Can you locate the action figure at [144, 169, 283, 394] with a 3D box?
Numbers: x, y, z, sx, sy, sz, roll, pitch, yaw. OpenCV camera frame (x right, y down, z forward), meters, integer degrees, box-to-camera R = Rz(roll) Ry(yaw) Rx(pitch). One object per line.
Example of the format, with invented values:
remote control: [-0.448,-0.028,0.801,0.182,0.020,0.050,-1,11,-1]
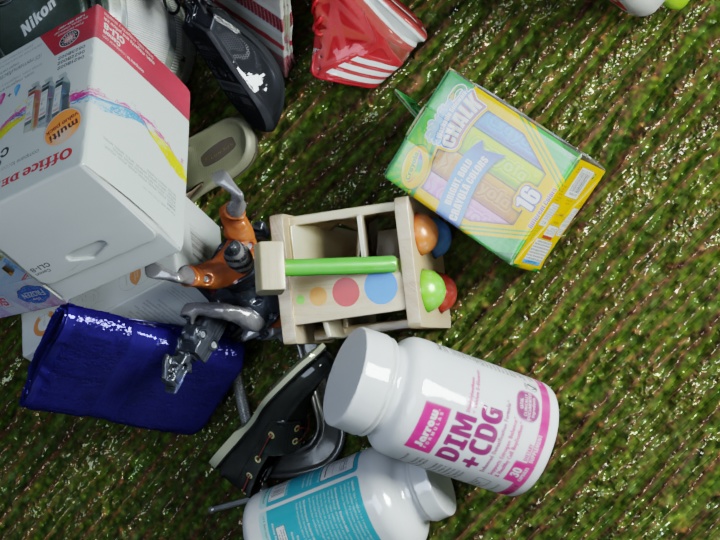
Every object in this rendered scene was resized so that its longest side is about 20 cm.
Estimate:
action figure: [-0.126,0.027,1.360,0.104,0.194,0.201,13,70,31]

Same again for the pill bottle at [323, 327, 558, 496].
pill bottle: [0.074,0.129,1.323,0.199,0.113,0.114,20,97,-17]

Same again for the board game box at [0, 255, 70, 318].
board game box: [-0.327,-0.035,1.470,0.199,0.201,0.041,-11,128,40]

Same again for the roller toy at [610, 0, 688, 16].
roller toy: [0.233,-0.336,1.285,0.182,0.200,0.140,45,102,22]

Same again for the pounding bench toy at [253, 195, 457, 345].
pounding bench toy: [0.000,0.000,1.352,0.155,0.200,0.125,-8,85,16]

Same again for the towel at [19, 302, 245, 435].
towel: [-0.232,0.099,1.441,0.148,0.199,0.050,-54,33,37]

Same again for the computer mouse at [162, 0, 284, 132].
computer mouse: [-0.129,-0.231,1.444,0.053,0.200,0.138,-41,32,-14]

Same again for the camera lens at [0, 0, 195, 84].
camera lens: [-0.278,-0.244,1.470,0.159,0.200,0.161,-1,88,20]

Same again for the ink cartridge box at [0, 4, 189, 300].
ink cartridge box: [-0.256,-0.105,1.308,0.145,0.145,0.201,-23,49,23]

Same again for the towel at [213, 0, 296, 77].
towel: [-0.126,-0.295,1.429,0.144,0.200,0.023,35,66,17]

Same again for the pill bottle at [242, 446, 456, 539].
pill bottle: [-0.008,0.242,1.400,0.199,0.111,0.111,-24,80,19]

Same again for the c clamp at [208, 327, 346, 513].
c clamp: [-0.100,0.144,1.482,0.170,0.027,0.202,-11,84,20]

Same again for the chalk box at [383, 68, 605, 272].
chalk box: [0.111,-0.105,1.360,0.200,0.124,0.124,35,100,19]

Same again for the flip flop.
flip flop: [-0.197,-0.095,1.510,0.199,0.058,0.081,-32,78,18]

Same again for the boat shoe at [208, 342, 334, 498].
boat shoe: [-0.077,0.148,1.407,0.063,0.074,0.202,43,124,7]

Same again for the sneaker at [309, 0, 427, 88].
sneaker: [-0.040,-0.262,1.430,0.200,0.078,0.116,42,106,2]

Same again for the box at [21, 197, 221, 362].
box: [-0.247,0.020,1.481,0.199,0.097,0.125,-26,50,18]
